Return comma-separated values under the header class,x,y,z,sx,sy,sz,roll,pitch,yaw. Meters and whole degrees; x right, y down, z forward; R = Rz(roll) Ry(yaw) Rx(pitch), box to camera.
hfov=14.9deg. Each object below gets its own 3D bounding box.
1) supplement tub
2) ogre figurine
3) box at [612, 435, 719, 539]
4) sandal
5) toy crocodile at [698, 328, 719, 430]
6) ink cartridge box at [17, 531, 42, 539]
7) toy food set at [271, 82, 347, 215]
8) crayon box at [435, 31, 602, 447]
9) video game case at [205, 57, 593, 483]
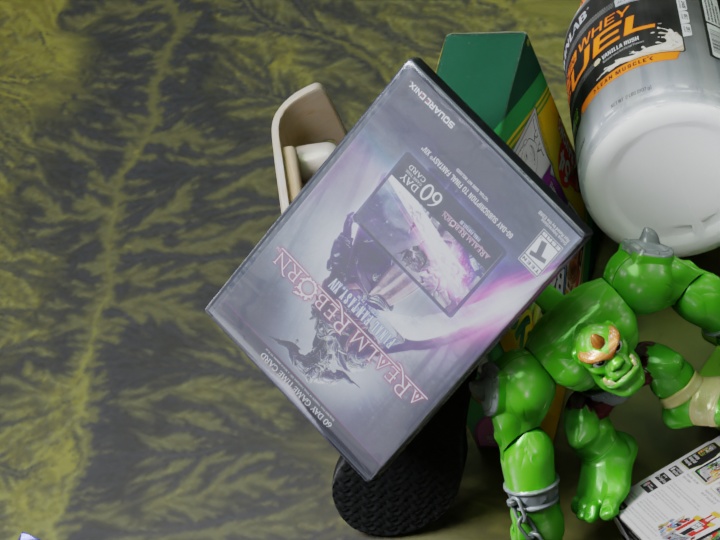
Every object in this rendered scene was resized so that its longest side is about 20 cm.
class,x,y,z,sx,sy,sz,roll,pitch,yaw
supplement tub,0.192,-0.110,1.740,0.122,0.123,0.200,-15,34,9
ogre figurine,0.145,0.063,1.603,0.199,0.120,0.098,-33,27,14
box,0.212,0.140,1.548,0.110,0.035,0.200,-30,11,-2
sandal,0.035,0.085,1.645,0.075,0.201,0.048,17,42,-2
toy crocodile,0.265,0.016,1.686,0.067,0.062,0.201,22,70,31
ink cartridge box,-0.192,0.264,1.680,0.199,0.041,0.201,18,63,30
toy food set,0.000,0.000,1.734,0.060,0.144,0.201,-15,51,10
crayon box,0.086,-0.016,1.677,0.058,0.200,0.173,0,56,22
video game case,0.019,0.001,1.557,0.143,0.019,0.200,45,112,13
